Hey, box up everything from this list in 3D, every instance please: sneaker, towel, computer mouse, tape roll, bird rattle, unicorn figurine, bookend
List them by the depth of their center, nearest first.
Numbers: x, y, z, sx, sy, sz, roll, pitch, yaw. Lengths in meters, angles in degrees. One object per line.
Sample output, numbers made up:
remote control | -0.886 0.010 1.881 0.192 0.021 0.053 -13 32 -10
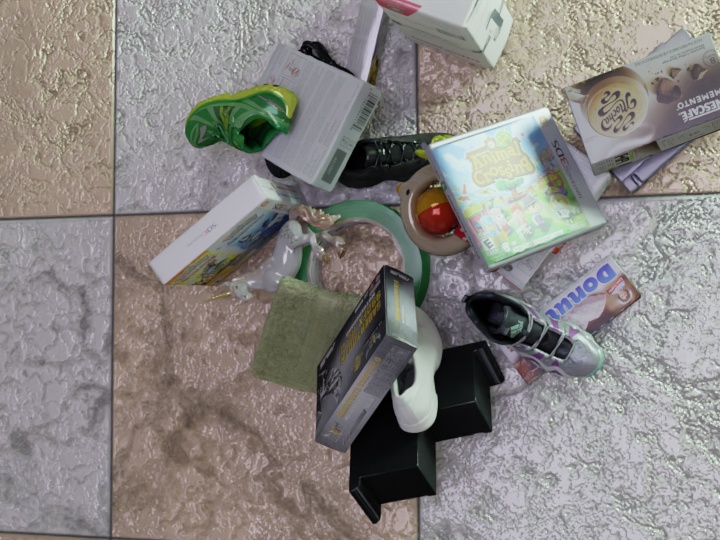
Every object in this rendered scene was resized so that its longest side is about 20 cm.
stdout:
sneaker | 0.220 0.085 1.624 0.199 0.140 0.078 24 94 20
sneaker | 0.065 0.112 1.639 0.075 0.089 0.201 -17 46 14
bookend | 0.093 0.217 1.660 0.199 0.092 0.200 -15 46 17
bird rattle | 0.133 -0.086 1.684 0.162 0.113 0.201 -25 88 31
towel | -0.070 0.099 1.740 0.147 0.037 0.201 15 129 -2
sneaker | 0.047 -0.158 1.747 0.199 0.091 0.076 -10 79 16
sneaker | -0.179 -0.207 1.757 0.199 0.074 0.084 -13 64 36
unicorn figurine | -0.109 -0.003 1.759 0.137 0.074 0.201 26 81 23
tape roll | 0.000 0.000 1.777 0.199 0.048 0.202 -1 87 18
computer mouse | -0.102 -0.245 1.811 0.200 0.046 0.141 -49 58 22

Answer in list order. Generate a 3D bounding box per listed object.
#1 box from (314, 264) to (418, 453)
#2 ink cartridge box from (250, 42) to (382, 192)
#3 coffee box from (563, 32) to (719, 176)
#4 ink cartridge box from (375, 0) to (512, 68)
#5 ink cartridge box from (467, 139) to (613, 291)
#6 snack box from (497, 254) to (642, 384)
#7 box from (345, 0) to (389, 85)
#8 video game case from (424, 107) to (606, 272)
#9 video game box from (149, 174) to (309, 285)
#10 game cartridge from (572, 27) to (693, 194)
box | 0.005 0.116 1.618 0.048 0.159 0.200 24 121 -15
ink cartridge box | -0.078 -0.222 1.758 0.200 0.057 0.163 33 97 46
coffee box | 0.381 -0.215 1.606 0.199 0.080 0.114 -19 78 12
ink cartridge box | 0.116 -0.359 1.678 0.145 0.200 0.085 24 89 18
ink cartridge box | 0.246 -0.082 1.699 0.109 0.050 0.200 38 100 16
snack box | 0.287 0.069 1.690 0.200 0.024 0.072 -40 74 13
box | 0.010 -0.329 1.795 0.041 0.039 0.201 13 91 18
video game case | 0.205 -0.110 1.611 0.199 0.022 0.183 -20 77 -26
video game box | -0.184 -0.053 1.770 0.200 0.182 0.047 -39 76 13
game cartridge | 0.401 -0.217 1.665 0.200 0.038 0.130 -42 72 12
